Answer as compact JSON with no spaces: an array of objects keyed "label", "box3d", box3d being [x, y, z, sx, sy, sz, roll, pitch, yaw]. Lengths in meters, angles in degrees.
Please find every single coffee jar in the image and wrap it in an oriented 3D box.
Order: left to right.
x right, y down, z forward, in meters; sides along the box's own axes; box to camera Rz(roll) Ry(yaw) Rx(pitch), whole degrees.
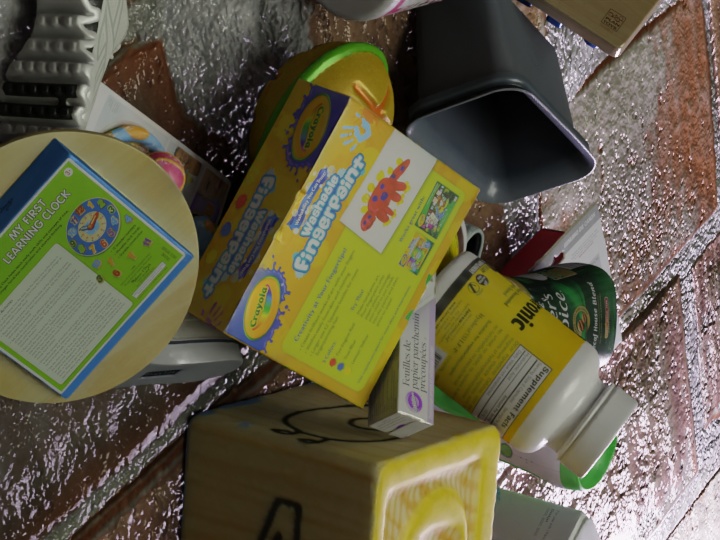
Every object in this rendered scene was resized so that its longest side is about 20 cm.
[{"label":"coffee jar","box3d":[0.156,0.050,1.772,0.199,0.085,0.106,-7,100,-49]}]

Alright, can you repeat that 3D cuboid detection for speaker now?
[{"label":"speaker","box3d":[0.141,0.140,1.802,0.088,0.199,0.089,-30,130,-44]}]

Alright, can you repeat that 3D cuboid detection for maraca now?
[{"label":"maraca","box3d":[-0.041,-0.100,1.563,0.137,0.107,0.201,-2,126,-52]}]

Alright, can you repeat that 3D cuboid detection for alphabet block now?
[{"label":"alphabet block","box3d":[-0.018,0.218,1.595,0.195,0.198,0.199,-13,110,-54]}]

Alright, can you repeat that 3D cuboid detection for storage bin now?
[{"label":"storage bin","box3d":[0.117,-0.167,1.764,0.200,0.144,0.136,36,42,-53]}]

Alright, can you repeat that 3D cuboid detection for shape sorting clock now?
[{"label":"shape sorting clock","box3d":[-0.209,-0.002,1.321,0.198,0.039,0.202,-10,117,-20]}]

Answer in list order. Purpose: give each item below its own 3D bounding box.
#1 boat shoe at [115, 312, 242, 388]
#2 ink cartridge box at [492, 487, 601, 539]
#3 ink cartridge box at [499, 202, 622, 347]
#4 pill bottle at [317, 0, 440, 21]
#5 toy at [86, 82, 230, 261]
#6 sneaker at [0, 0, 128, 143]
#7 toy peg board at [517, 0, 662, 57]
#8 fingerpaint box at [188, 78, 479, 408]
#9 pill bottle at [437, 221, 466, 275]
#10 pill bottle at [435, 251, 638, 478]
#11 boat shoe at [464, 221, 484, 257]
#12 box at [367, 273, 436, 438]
[{"label":"boat shoe","box3d":[-0.173,0.046,1.444,0.199,0.071,0.070,0,68,-45]},{"label":"ink cartridge box","box3d":[0.137,0.280,1.842,0.085,0.198,0.145,-59,141,-27]},{"label":"ink cartridge box","box3d":[0.177,0.046,1.939,0.200,0.083,0.177,-42,130,-42]},{"label":"pill bottle","box3d":[0.046,-0.284,1.625,0.199,0.113,0.115,-24,119,-51]},{"label":"toy","box3d":[-0.160,-0.054,1.444,0.200,0.047,0.116,39,67,-54]},{"label":"sneaker","box3d":[-0.200,-0.154,1.340,0.081,0.074,0.202,14,88,-65]},{"label":"toy peg board","box3d":[0.208,-0.305,1.811,0.200,0.199,0.098,-51,168,-23]},{"label":"fingerpaint box","box3d":[-0.023,-0.020,1.479,0.166,0.073,0.201,30,86,-42]},{"label":"pill bottle","box3d":[0.000,0.000,1.641,0.200,0.108,0.110,-38,129,-44]},{"label":"pill bottle","box3d":[0.135,0.084,1.625,0.112,0.199,0.111,-50,173,-9]},{"label":"boat shoe","box3d":[0.066,0.046,1.785,0.070,0.071,0.203,28,76,-55]},{"label":"box","box3d":[0.035,0.035,1.549,0.038,0.041,0.202,22,55,-32]}]
